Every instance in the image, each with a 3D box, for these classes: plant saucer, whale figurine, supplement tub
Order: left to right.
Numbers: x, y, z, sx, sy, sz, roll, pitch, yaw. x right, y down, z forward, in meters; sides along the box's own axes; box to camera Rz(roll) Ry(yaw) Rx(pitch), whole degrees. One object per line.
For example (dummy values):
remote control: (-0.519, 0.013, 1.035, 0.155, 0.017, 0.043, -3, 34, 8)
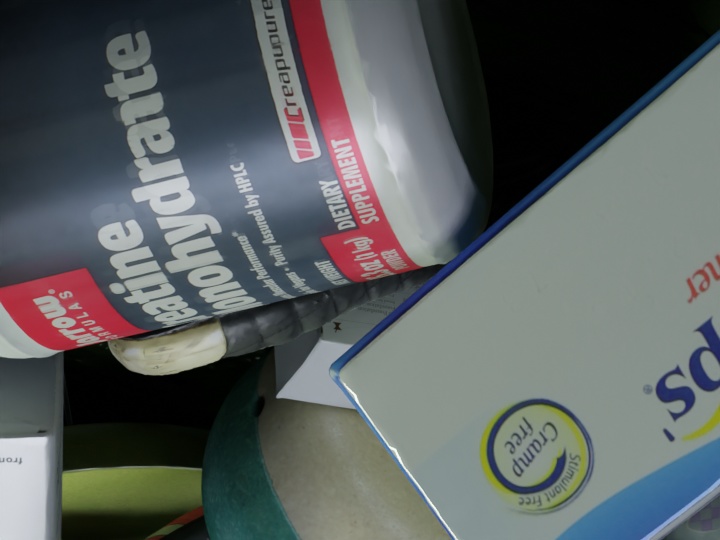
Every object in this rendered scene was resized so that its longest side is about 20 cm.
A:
plant saucer: (-0.119, 0.108, 0.964, 0.198, 0.031, 0.200, -6, 157, -3)
supplement tub: (-0.068, -0.052, 0.653, 0.198, 0.141, 0.141, -13, 146, 12)
whale figurine: (0.016, 0.111, 0.878, 0.103, 0.160, 0.200, -32, 129, 27)

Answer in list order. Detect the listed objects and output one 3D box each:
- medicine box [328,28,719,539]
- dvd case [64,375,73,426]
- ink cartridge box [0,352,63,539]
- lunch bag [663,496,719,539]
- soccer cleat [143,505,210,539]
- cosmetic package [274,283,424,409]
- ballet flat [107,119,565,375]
medicine box: (0.114, 0.001, 0.673, 0.182, 0.103, 0.200, -41, 172, 20)
dvd case: (-0.199, 0.036, 0.881, 0.147, 0.016, 0.201, -4, 146, -4)
ink cartridge box: (-0.152, 0.093, 0.784, 0.083, 0.145, 0.201, 1, 124, -8)
lunch bag: (0.242, 0.150, 0.974, 0.198, 0.171, 0.127, -11, 148, 6)
soccer cleat: (-0.128, 0.155, 0.923, 0.200, 0.073, 0.068, -38, 134, -3)
cosmetic package: (0.064, 0.020, 0.833, 0.198, 0.083, 0.051, 11, 143, -22)
ballet flat: (0.000, 0.000, 0.744, 0.199, 0.066, 0.057, -22, 123, -33)
